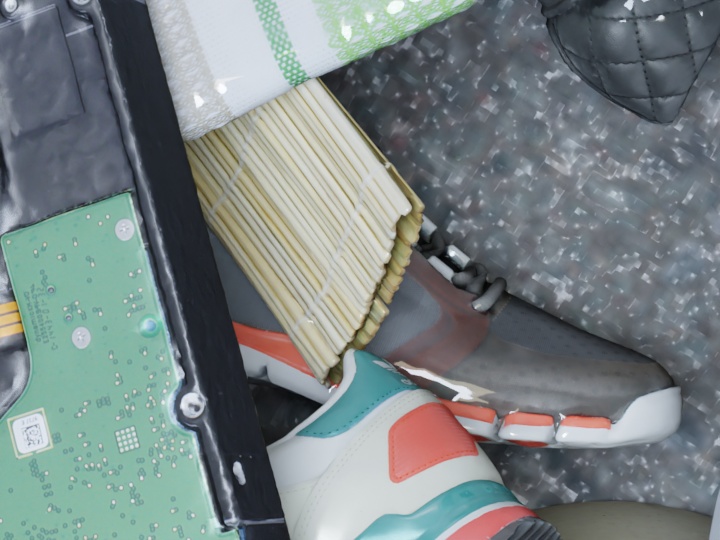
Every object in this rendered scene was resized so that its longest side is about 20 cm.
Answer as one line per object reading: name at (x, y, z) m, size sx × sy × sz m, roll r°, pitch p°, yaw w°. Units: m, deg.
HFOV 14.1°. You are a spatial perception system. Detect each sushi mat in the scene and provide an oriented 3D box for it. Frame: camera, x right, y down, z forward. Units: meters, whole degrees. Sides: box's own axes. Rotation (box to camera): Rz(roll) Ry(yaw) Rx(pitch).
sushi mat at (-0.053, -0.064, 0.789) m, size 0.012 × 0.096 × 0.200 m, roll -26°, pitch 68°, yaw -29°

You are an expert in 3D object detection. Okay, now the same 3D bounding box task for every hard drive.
hard drive at (-0.103, 0.011, 0.718) m, size 0.140 × 0.038 × 0.200 m, roll -19°, pitch 80°, yaw 18°

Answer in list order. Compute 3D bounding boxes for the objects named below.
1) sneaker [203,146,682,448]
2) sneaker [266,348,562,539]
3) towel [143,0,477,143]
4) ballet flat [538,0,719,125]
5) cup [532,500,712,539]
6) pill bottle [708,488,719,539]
sneaker at (0.000, 0.000, 0.838) m, size 0.200 × 0.077 × 0.082 m, roll 15°, pitch 87°, yaw 5°
sneaker at (-0.048, 0.100, 0.763) m, size 0.200 × 0.070 × 0.093 m, roll -37°, pitch 60°, yaw 2°
towel at (-0.037, -0.116, 0.735) m, size 0.200 × 0.031 × 0.149 m, roll -26°, pitch 73°, yaw 14°
ballet flat at (0.134, -0.126, 0.830) m, size 0.200 × 0.066 × 0.057 m, roll -43°, pitch 105°, yaw 11°
cup at (0.068, 0.171, 0.799) m, size 0.200 × 0.143 × 0.201 m, roll 0°, pitch 92°, yaw 6°
pill bottle at (0.189, 0.083, 0.696) m, size 0.200 × 0.111 × 0.111 m, roll 4°, pitch 92°, yaw -9°
